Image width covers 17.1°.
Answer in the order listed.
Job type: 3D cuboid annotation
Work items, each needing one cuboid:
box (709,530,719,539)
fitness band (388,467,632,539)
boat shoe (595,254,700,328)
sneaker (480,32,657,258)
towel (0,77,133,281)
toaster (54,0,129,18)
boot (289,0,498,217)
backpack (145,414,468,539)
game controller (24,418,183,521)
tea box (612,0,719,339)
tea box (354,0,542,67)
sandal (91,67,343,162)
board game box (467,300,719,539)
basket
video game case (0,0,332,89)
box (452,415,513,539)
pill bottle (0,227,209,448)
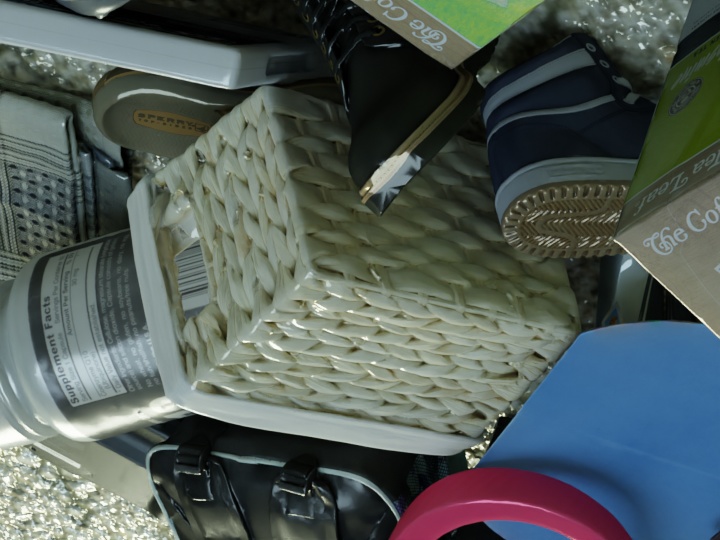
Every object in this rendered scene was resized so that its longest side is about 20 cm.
[{"bbox_3d":[0.318,0.168,1.235,0.165,0.165,0.200,3,147,-32],"label":"box"},{"bbox_3d":[0.074,0.188,1.302,0.143,0.037,0.200,26,129,3],"label":"fitness band"},{"bbox_3d":[0.173,0.045,1.308,0.090,0.071,0.201,3,130,2],"label":"boat shoe"},{"bbox_3d":[0.154,-0.061,1.221,0.199,0.109,0.070,3,137,-20],"label":"sneaker"},{"bbox_3d":[-0.226,-0.041,1.423,0.199,0.035,0.193,14,134,11],"label":"towel"},{"bbox_3d":[-0.132,-0.202,1.135,0.114,0.200,0.129,-37,109,-3],"label":"toaster"},{"bbox_3d":[-0.011,-0.115,1.146,0.138,0.200,0.077,42,112,-11],"label":"boot"},{"bbox_3d":[-0.019,0.155,1.424,0.177,0.151,0.201,5,124,29],"label":"backpack"},{"bbox_3d":[-0.182,0.094,1.531,0.199,0.042,0.104,29,150,-2],"label":"game controller"},{"bbox_3d":[0.243,-0.075,1.067,0.134,0.197,0.200,42,134,-16],"label":"tea box"},{"bbox_3d":[0.035,-0.228,1.034,0.200,0.134,0.197,32,138,-22],"label":"tea box"},{"bbox_3d":[-0.051,-0.066,1.297,0.199,0.054,0.080,8,140,3],"label":"sandal"},{"bbox_3d":[0.151,0.083,1.272,0.157,0.039,0.200,18,133,-19],"label":"board game box"},{"bbox_3d":[0.000,0.000,1.233,0.199,0.136,0.123,13,138,-37],"label":"basket"},{"bbox_3d":[-0.128,-0.123,1.215,0.199,0.182,0.023,13,99,13],"label":"video game case"},{"bbox_3d":[0.106,0.209,1.427,0.079,0.141,0.201,5,132,16],"label":"box"},{"bbox_3d":[-0.129,0.033,1.367,0.199,0.113,0.113,-15,123,20],"label":"pill bottle"}]
